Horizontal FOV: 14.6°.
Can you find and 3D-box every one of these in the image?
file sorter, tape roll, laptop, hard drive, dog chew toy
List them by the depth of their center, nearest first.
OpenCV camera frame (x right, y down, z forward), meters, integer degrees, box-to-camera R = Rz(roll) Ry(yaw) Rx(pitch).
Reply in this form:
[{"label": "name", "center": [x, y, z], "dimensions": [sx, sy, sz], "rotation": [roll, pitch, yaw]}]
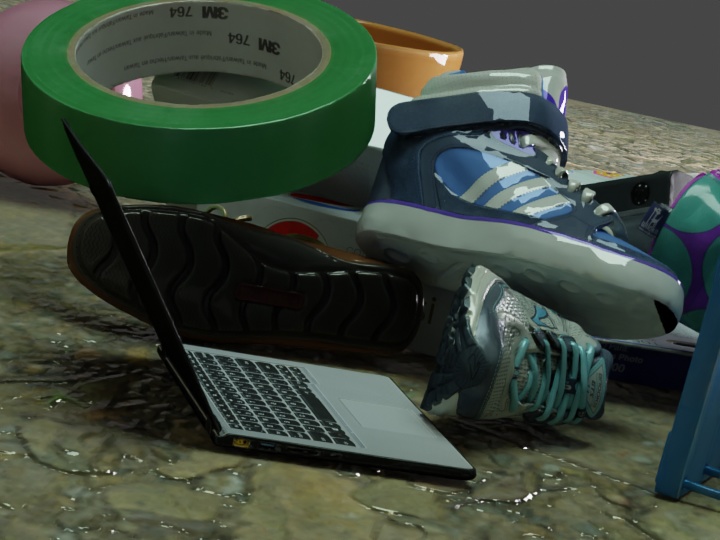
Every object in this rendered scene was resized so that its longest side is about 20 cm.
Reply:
[{"label": "laptop", "center": [-0.049, 0.012, 1.375], "dimensions": [0.199, 0.116, 0.187], "rotation": [9, 10, -14]}, {"label": "file sorter", "center": [0.247, 0.051, 1.447], "dimensions": [0.122, 0.139, 0.200], "rotation": [18, 11, 18]}, {"label": "tape roll", "center": [-0.091, -0.103, 1.588], "dimensions": [0.200, 0.048, 0.201], "rotation": [1, 29, -1]}, {"label": "hard drive", "center": [0.153, -0.018, 1.776], "dimensions": [0.200, 0.033, 0.139], "rotation": [-8, -21, 41]}, {"label": "dog chew toy", "center": [-0.225, -0.123, 1.946], "dimensions": [0.124, 0.125, 0.200], "rotation": [8, 1, -20]}]

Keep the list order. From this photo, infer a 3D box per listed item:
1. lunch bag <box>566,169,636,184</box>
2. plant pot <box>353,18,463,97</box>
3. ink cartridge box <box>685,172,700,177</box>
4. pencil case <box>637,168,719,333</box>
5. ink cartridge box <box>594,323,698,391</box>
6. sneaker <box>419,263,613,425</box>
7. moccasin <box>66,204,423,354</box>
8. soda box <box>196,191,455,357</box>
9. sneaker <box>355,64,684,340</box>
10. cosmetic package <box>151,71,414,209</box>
[{"label": "lunch bag", "center": [0.206, -0.017, 1.996], "dimensions": [0.200, 0.077, 0.160], "rotation": [16, 11, 25]}, {"label": "plant pot", "center": [-0.034, -0.116, 2.096], "dimensions": [0.199, 0.140, 0.200], "rotation": [12, 8, -2]}, {"label": "ink cartridge box", "center": [0.338, -0.010, 2.098], "dimensions": [0.200, 0.085, 0.145], "rotation": [20, 12, 35]}, {"label": "pencil case", "center": [0.256, 0.016, 1.593], "dimensions": [0.200, 0.093, 0.085], "rotation": [27, 14, 19]}, {"label": "ink cartridge box", "center": [0.186, 0.046, 1.703], "dimensions": [0.196, 0.043, 0.200], "rotation": [10, 13, -12]}, {"label": "sneaker", "center": [0.089, 0.044, 1.458], "dimensions": [0.086, 0.078, 0.200], "rotation": [19, 6, 10]}, {"label": "moccasin", "center": [-0.066, 0.002, 1.553], "dimensions": [0.201, 0.074, 0.078], "rotation": [5, 2, -22]}, {"label": "soda box", "center": [0.000, 0.000, 1.653], "dimensions": [0.199, 0.068, 0.064], "rotation": [15, 8, 18]}, {"label": "sneaker", "center": [0.106, -0.053, 1.568], "dimensions": [0.200, 0.147, 0.081], "rotation": [14, -26, 25]}, {"label": "cosmetic package", "center": [-0.024, -0.055, 1.721], "dimensions": [0.199, 0.151, 0.052], "rotation": [17, 53, 13]}]
